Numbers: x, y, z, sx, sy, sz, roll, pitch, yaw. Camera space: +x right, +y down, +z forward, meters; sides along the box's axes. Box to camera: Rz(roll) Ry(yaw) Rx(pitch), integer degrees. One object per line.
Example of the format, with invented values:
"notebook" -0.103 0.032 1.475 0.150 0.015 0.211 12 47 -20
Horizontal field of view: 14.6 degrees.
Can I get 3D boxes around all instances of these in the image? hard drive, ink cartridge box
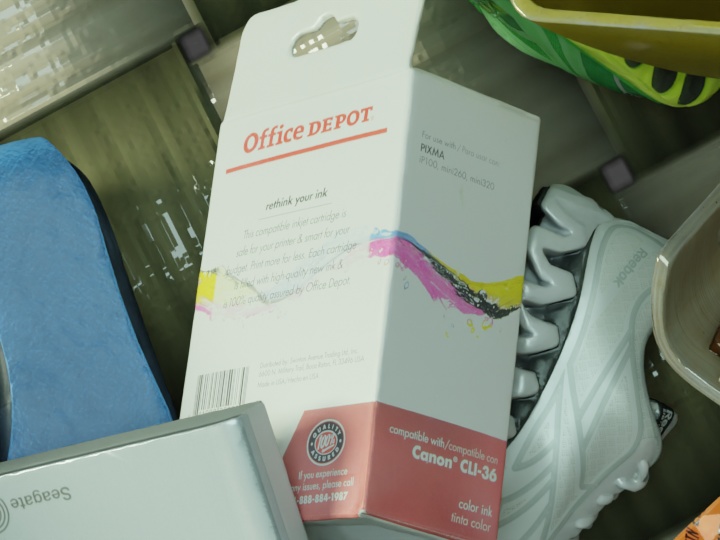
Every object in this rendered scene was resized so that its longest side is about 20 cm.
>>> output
"hard drive" -0.061 0.155 0.982 0.131 0.027 0.201 -14 97 29
"ink cartridge box" 0.000 0.000 1.018 0.116 0.067 0.201 -10 68 49

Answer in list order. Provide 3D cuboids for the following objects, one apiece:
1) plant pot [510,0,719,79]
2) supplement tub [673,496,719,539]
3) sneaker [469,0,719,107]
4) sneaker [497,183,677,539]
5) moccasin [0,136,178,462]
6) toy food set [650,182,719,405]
"plant pot" 0.189 -0.145 0.949 0.199 0.176 0.201 8 79 27
"supplement tub" 0.188 0.159 0.982 0.122 0.123 0.200 -42 79 0
"sneaker" 0.049 -0.123 1.024 0.200 0.083 0.074 39 71 -23
"sneaker" 0.069 0.073 1.038 0.081 0.075 0.201 20 88 -2
"moccasin" -0.100 0.050 1.063 0.080 0.068 0.201 -8 83 -1
"toy food set" 0.211 0.024 0.985 0.200 0.143 0.061 35 131 11
